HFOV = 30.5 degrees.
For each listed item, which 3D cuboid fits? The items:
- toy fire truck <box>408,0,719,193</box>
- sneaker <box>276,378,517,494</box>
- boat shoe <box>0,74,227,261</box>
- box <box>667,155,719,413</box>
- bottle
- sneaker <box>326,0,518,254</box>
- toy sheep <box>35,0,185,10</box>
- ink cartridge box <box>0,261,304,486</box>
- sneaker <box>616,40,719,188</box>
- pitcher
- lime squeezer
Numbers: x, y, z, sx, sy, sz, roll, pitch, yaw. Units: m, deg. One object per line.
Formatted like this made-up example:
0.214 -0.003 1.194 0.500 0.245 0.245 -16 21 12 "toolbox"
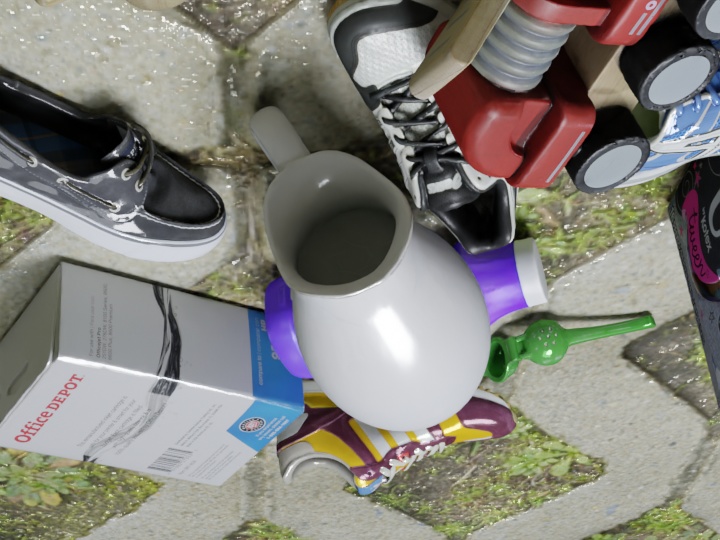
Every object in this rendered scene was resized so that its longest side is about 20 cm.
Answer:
0.082 -0.112 0.640 0.198 0.130 0.177 -2 144 -32 "toy fire truck"
0.030 0.143 1.083 0.198 0.091 0.075 0 153 10 "sneaker"
-0.159 -0.067 0.793 0.199 0.071 0.066 25 139 -26 "boat shoe"
0.288 0.007 0.833 0.131 0.202 0.115 1 145 -9 "box"
0.033 0.022 0.945 0.198 0.066 0.084 -14 142 13 "bottle"
0.048 -0.083 0.770 0.075 0.088 0.200 -19 143 23 "sneaker"
-0.098 -0.194 0.548 0.136 0.139 0.201 -4 141 -1 "toy sheep"
-0.163 0.083 0.995 0.198 0.085 0.145 16 141 -30 "ink cartridge box"
0.205 -0.098 0.762 0.198 0.076 0.077 -23 168 22 "sneaker"
0.000 0.000 0.821 0.121 0.172 0.200 -31 143 0 "pitcher"
0.133 0.064 1.062 0.199 0.038 0.070 -23 175 24 "lime squeezer"
